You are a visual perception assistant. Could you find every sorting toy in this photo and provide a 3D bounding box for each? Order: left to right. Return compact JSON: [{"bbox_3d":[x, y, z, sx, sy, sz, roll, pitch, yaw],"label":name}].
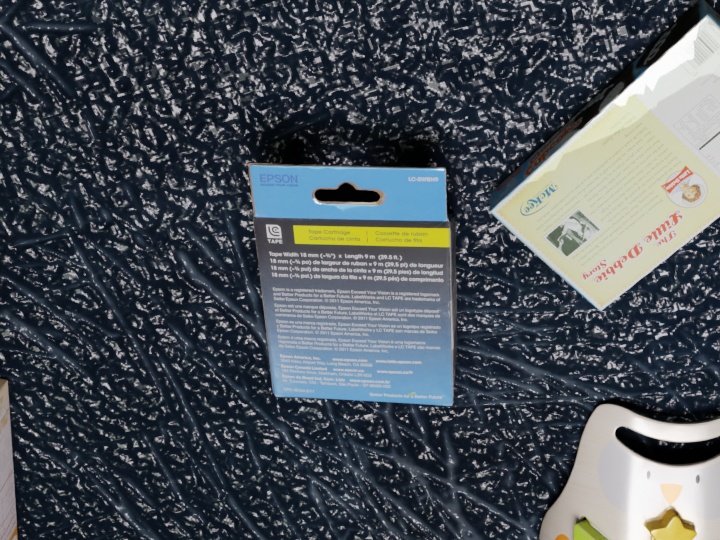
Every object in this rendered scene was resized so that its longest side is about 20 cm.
[{"bbox_3d":[0.244,0.196,0.933,0.198,0.107,0.182,3,102,8],"label":"sorting toy"}]

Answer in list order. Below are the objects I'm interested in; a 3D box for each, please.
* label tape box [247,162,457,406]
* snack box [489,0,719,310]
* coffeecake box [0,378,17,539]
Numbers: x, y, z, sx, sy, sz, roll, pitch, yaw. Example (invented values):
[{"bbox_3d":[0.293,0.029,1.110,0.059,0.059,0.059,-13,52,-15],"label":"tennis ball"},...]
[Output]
[{"bbox_3d":[0.000,0.000,0.863,0.143,0.063,0.202,2,121,9],"label":"label tape box"},{"bbox_3d":[0.199,-0.073,0.800,0.116,0.037,0.200,40,119,-13],"label":"snack box"},{"bbox_3d":[-0.394,0.184,1.035,0.152,0.073,0.202,10,121,4],"label":"coffeecake box"}]
